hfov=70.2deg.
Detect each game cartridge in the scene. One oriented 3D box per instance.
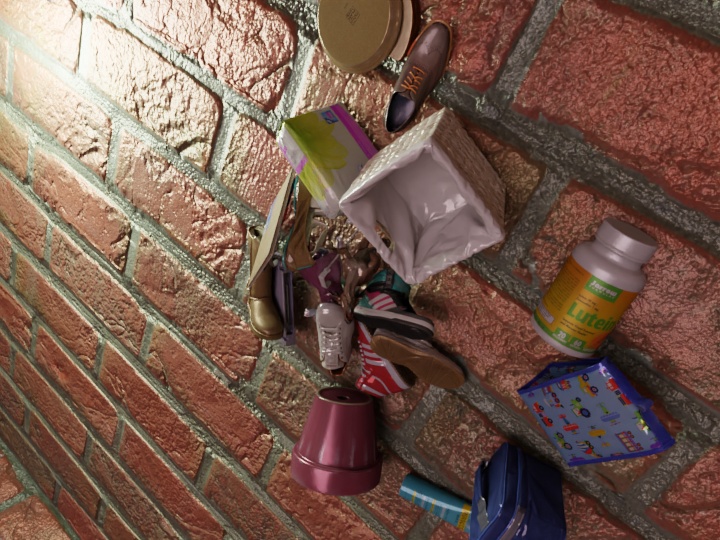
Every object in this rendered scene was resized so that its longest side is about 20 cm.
[{"bbox_3d":[-0.188,0.058,1.177,0.130,0.038,0.201,29,123,59],"label":"game cartridge"}]

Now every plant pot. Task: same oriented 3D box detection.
[{"bbox_3d":[-0.044,0.359,1.117,0.200,0.200,0.180,9,93,31],"label":"plant pot"}]

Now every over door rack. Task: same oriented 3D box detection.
[{"bbox_3d":[-0.082,-0.081,1.013,0.147,0.067,0.200,22,71,27],"label":"over door rack"}]

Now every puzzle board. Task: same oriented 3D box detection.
[{"bbox_3d":[-0.169,-0.082,0.995,0.017,0.201,0.151,20,149,-17],"label":"puzzle board"}]

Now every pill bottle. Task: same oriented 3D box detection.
[{"bbox_3d":[0.359,0.026,0.788,0.111,0.111,0.200,34,120,21],"label":"pill bottle"}]

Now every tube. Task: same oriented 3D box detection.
[{"bbox_3d":[0.181,0.501,1.092,0.200,0.050,0.078,20,121,22],"label":"tube"}]

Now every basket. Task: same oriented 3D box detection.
[{"bbox_3d":[0.109,-0.120,0.847,0.200,0.161,0.198,-29,113,35],"label":"basket"}]

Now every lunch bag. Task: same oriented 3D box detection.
[{"bbox_3d":[0.368,0.216,0.798,0.151,0.094,0.200,56,157,7],"label":"lunch bag"},{"bbox_3d":[0.269,0.409,0.915,0.132,0.200,0.136,28,117,3],"label":"lunch bag"}]

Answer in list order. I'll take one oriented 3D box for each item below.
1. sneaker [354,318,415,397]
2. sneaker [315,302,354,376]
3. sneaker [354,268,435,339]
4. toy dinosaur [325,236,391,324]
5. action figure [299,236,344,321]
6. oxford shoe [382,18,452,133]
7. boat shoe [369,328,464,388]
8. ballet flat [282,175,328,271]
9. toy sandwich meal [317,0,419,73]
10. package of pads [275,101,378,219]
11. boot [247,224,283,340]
[{"bbox_3d":[0.018,0.178,1.083,0.112,0.071,0.200,-34,86,32],"label":"sneaker"},{"bbox_3d":[-0.049,0.146,1.028,0.073,0.085,0.200,1,140,11],"label":"sneaker"},{"bbox_3d":[0.076,0.056,0.977,0.200,0.121,0.084,11,155,44],"label":"sneaker"},{"bbox_3d":[0.000,0.000,0.973,0.086,0.200,0.136,21,128,25],"label":"toy dinosaur"},{"bbox_3d":[-0.059,0.046,1.099,0.149,0.134,0.200,-31,96,-3],"label":"action figure"},{"bbox_3d":[0.097,-0.322,0.872,0.071,0.073,0.200,25,123,-1],"label":"oxford shoe"},{"bbox_3d":[0.119,0.162,1.015,0.200,0.069,0.071,29,126,-1],"label":"boat shoe"},{"bbox_3d":[-0.095,-0.091,0.953,0.072,0.068,0.201,2,63,8],"label":"ballet flat"},{"bbox_3d":[0.012,-0.448,0.909,0.205,0.070,0.206,13,111,35],"label":"toy sandwich meal"},{"bbox_3d":[-0.048,-0.207,0.956,0.200,0.154,0.068,54,146,8],"label":"package of pads"},{"bbox_3d":[-0.210,0.026,1.108,0.175,0.066,0.201,44,134,49],"label":"boot"}]
